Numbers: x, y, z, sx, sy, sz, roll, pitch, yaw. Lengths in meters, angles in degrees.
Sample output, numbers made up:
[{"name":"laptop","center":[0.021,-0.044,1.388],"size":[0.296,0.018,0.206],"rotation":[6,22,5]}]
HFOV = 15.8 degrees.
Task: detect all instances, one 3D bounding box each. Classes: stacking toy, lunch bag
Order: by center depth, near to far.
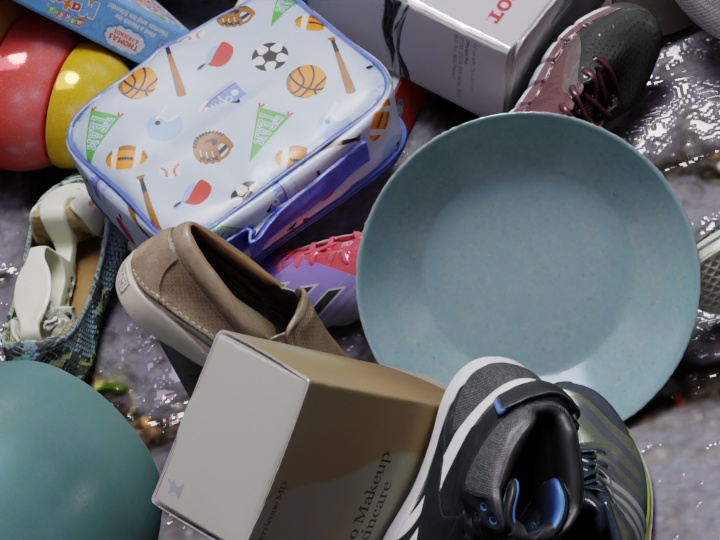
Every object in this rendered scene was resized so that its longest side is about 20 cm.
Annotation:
[{"name":"lunch bag","center":[-0.078,-0.078,1.648],"size":[0.200,0.076,0.160],"rotation":[-38,56,-15]},{"name":"stacking toy","center":[-0.200,-0.113,1.757],"size":[0.199,0.146,0.146],"rotation":[17,56,12]}]

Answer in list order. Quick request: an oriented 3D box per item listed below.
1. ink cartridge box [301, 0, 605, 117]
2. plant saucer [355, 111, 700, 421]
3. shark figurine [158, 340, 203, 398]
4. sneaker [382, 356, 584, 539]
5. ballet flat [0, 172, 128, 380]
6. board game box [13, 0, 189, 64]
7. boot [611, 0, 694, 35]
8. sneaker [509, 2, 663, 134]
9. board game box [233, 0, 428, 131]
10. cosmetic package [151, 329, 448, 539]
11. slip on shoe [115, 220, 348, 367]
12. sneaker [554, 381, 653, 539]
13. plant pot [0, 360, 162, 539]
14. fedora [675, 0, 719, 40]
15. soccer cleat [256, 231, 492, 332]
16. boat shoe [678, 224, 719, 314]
[{"name":"ink cartridge box","center":[0.049,-0.204,1.704],"size":[0.200,0.084,0.145],"rotation":[29,59,18]},{"name":"plant saucer","center":[0.098,0.003,1.521],"size":[0.200,0.202,0.039],"rotation":[-15,11,7]},{"name":"shark figurine","center":[-0.072,0.123,1.542],"size":[0.089,0.128,0.215],"rotation":[-34,61,23]},{"name":"sneaker","center":[0.061,0.150,1.374],"size":[0.073,0.201,0.112],"rotation":[12,6,-19]},{"name":"ballet flat","center":[-0.192,-0.006,1.684],"size":[0.074,0.074,0.200],"rotation":[-8,48,13]},{"name":"board game box","center":[-0.215,-0.203,1.764],"size":[0.037,0.200,0.151],"rotation":[-59,36,9]},{"name":"boot","center":[0.231,-0.229,1.745],"size":[0.200,0.074,0.075],"rotation":[-47,22,-16]},{"name":"sneaker","center":[0.140,-0.081,1.608],"size":[0.200,0.076,0.115],"rotation":[-48,29,-12]},{"name":"board game box","center":[-0.012,-0.169,1.780],"size":[0.153,0.040,0.200],"rotation":[9,54,26]},{"name":"cosmetic package","center":[-0.012,0.103,1.421],"size":[0.071,0.200,0.105],"rotation":[26,98,36]},{"name":"slip on shoe","center":[-0.047,0.040,1.510],"size":[0.061,0.200,0.076],"rotation":[-42,21,30]},{"name":"sneaker","center":[0.127,0.135,1.438],"size":[0.074,0.081,0.200],"rotation":[-14,47,6]},{"name":"plant pot","center":[-0.207,0.148,1.477],"size":[0.200,0.201,0.161],"rotation":[19,48,31]},{"name":"fedora","center":[0.280,-0.214,1.662],"size":[0.199,0.090,0.177],"rotation":[11,87,5]},{"name":"soccer cleat","center":[0.000,0.000,1.606],"size":[0.199,0.073,0.068],"rotation":[4,52,22]},{"name":"boat shoe","center":[0.271,-0.037,1.547],"size":[0.200,0.075,0.062],"rotation":[-30,39,-11]}]
